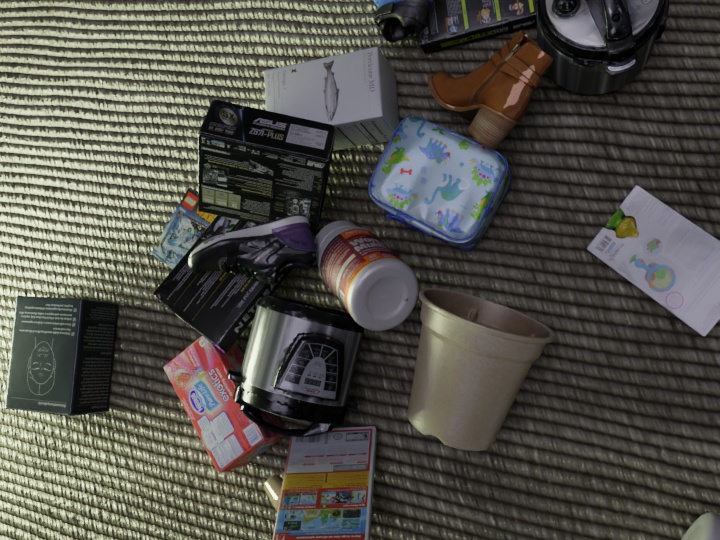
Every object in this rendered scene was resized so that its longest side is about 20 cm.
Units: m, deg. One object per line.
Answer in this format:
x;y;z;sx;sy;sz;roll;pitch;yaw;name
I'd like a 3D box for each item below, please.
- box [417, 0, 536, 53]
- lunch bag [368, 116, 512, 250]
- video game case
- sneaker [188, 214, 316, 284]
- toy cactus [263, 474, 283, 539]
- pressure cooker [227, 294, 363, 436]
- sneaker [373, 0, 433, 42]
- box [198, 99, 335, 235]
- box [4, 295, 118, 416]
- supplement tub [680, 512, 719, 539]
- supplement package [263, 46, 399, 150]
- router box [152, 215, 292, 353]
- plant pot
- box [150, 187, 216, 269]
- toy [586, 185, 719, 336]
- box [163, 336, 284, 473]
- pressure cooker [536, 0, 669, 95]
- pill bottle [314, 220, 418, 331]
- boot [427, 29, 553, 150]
0.177;-0.471;1.171;0.190;0.047;0.203;-10;80;16;box
0.121;-0.134;1.131;0.198;0.082;0.162;27;92;20;lunch bag
-0.050;0.324;1.093;0.141;0.018;0.201;-5;41;10;video game case
-0.165;-0.017;1.116;0.197;0.076;0.089;-17;74;-1;sneaker
-0.088;0.385;1.148;0.164;0.102;0.202;36;98;38;toy cactus
-0.093;0.152;1.116;0.174;0.178;0.203;14;88;30;pressure cooker
0.038;-0.431;1.177;0.199;0.076;0.113;21;96;43;sneaker
-0.149;-0.158;1.143;0.197;0.165;0.087;11;47;-2;box
-0.534;0.151;1.307;0.146;0.107;0.203;2;83;18;box
0.499;0.414;0.911;0.198;0.132;0.133;30;93;19;supplement tub
-0.045;-0.269;1.184;0.197;0.117;0.119;-7;80;17;supplement package
-0.216;0.008;1.179;0.148;0.051;0.201;34;77;19;router box
0.154;0.146;1.044;0.198;0.200;0.186;20;102;20;plant pot
-0.254;-0.035;1.268;0.199;0.040;0.138;34;94;19;box
0.437;-0.015;1.028;0.200;0.047;0.116;41;101;22;toy
-0.222;0.215;1.199;0.102;0.095;0.201;-37;73;11;box
0.333;-0.355;1.018;0.175;0.200;0.180;31;90;18;pressure cooker
0.000;0.000;1.095;0.110;0.109;0.200;-53;32;6;pill bottle
0.190;-0.293;1.086;0.156;0.076;0.201;-57;36;24;boot
